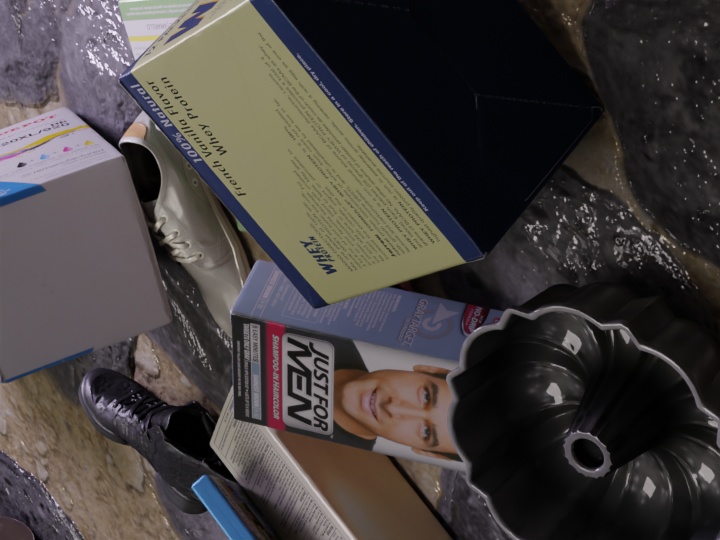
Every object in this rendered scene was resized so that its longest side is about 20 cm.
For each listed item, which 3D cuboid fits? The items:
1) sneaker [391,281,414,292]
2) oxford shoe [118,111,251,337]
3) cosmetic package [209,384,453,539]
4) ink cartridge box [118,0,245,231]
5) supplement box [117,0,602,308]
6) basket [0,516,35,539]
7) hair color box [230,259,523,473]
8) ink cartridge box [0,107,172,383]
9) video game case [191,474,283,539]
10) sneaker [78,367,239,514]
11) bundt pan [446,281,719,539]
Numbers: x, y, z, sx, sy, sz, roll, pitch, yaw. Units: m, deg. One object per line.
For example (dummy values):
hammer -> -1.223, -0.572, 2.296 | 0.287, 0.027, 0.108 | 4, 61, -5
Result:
sneaker -> 0.000, 0.000, 1.447 | 0.087, 0.073, 0.202 | -117, 11, -58
oxford shoe -> -0.138, -0.034, 1.610 | 0.075, 0.058, 0.202 | 0, 116, 52
cosmetic package -> -0.025, 0.171, 1.594 | 0.200, 0.071, 0.105 | 51, 148, 16
ink cartridge box -> -0.095, -0.111, 1.497 | 0.145, 0.048, 0.202 | 6, 117, 52
supplement box -> -0.003, -0.106, 1.240 | 0.200, 0.134, 0.199 | 49, 150, -13
basket -> -0.398, 0.384, 2.248 | 0.180, 0.135, 0.202 | 33, 136, 45
hair color box -> 0.015, 0.067, 1.378 | 0.198, 0.061, 0.100 | 11, 131, 12
ink cartridge box -> -0.259, -0.026, 1.653 | 0.200, 0.146, 0.146 | -143, 35, -65
video game case -> -0.059, 0.229, 1.631 | 0.143, 0.018, 0.200 | 51, -177, 16
sneaker -> -0.166, 0.138, 1.787 | 0.200, 0.060, 0.105 | 45, 147, 15
bundt pan -> 0.155, 0.093, 1.243 | 0.200, 0.076, 0.204 | 20, 128, 28
